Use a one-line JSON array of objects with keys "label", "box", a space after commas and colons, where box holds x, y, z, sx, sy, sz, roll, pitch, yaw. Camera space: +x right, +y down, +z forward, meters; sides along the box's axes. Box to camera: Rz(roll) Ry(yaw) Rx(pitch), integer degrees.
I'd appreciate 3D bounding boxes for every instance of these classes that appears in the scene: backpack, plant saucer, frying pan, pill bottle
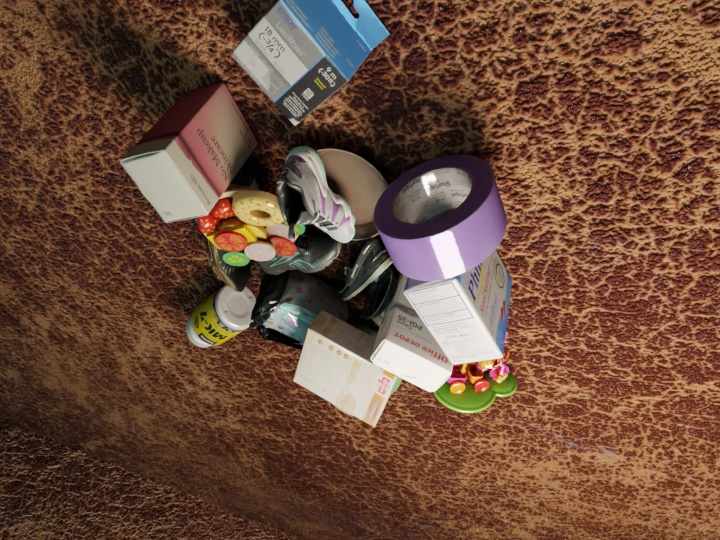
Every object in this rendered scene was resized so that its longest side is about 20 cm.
[{"label": "backpack", "box": [-0.126, 0.085, 1.192, 0.197, 0.170, 0.126, 30, 134, -18]}, {"label": "plant saucer", "box": [-0.030, -0.142, 0.998, 0.194, 0.035, 0.204, 13, 137, 12]}, {"label": "frying pan", "box": [0.021, 0.077, 1.110, 0.030, 0.115, 0.193, 24, 106, -16]}, {"label": "pill bottle", "box": [-0.347, 0.116, 1.352, 0.114, 0.116, 0.198, 40, 136, -20]}]

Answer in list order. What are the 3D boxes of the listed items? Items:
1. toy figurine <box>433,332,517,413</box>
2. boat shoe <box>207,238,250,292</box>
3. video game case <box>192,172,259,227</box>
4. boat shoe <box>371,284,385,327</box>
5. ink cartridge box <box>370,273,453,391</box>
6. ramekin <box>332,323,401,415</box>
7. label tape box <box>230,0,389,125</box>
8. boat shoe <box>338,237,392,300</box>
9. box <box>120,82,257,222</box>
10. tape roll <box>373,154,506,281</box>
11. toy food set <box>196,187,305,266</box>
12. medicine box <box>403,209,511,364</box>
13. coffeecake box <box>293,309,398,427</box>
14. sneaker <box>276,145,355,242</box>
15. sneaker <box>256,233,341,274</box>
[{"label": "toy figurine", "box": [0.252, 0.176, 1.147, 0.193, 0.152, 0.188, -1, 128, -6]}, {"label": "boat shoe", "box": [-0.303, -0.024, 1.206, 0.072, 0.077, 0.202, 21, 149, 17]}, {"label": "video game case", "box": [-0.276, -0.135, 1.095, 0.194, 0.026, 0.182, 10, 151, 16]}, {"label": "boat shoe", "box": [0.097, 0.115, 1.151, 0.202, 0.074, 0.066, 44, 134, 18]}, {"label": "ink cartridge box", "box": [0.118, 0.106, 1.060, 0.143, 0.203, 0.083, 25, 139, -4]}, {"label": "ramekin", "box": [-0.010, 0.232, 1.241, 0.195, 0.098, 0.205, 18, 128, 23]}, {"label": "label tape box", "box": [-0.077, -0.330, 0.801, 0.197, 0.064, 0.144, -25, 121, 41]}, {"label": "boat shoe", "box": [0.000, 0.000, 1.111, 0.068, 0.072, 0.200, 45, 146, 0]}, {"label": "box", "box": [-0.280, -0.200, 0.925, 0.106, 0.203, 0.129, -5, 134, 29]}, {"label": "tape roll", "box": [0.124, -0.086, 0.859, 0.195, 0.203, 0.086, -6, 133, 29]}, {"label": "toy food set", "box": [-0.200, -0.077, 0.999, 0.194, 0.050, 0.199, -12, 148, 17]}, {"label": "medicine box", "box": [0.178, 0.027, 0.963, 0.101, 0.185, 0.201, -13, 128, 33]}, {"label": "coffeecake box", "box": [-0.024, 0.199, 1.110, 0.196, 0.073, 0.156, 27, 126, 9]}, {"label": "sneaker", "box": [-0.085, -0.093, 0.941, 0.076, 0.142, 0.202, -12, 128, 33]}, {"label": "sneaker", "box": [-0.133, -0.040, 1.101, 0.195, 0.077, 0.080, -11, 142, 22]}]
